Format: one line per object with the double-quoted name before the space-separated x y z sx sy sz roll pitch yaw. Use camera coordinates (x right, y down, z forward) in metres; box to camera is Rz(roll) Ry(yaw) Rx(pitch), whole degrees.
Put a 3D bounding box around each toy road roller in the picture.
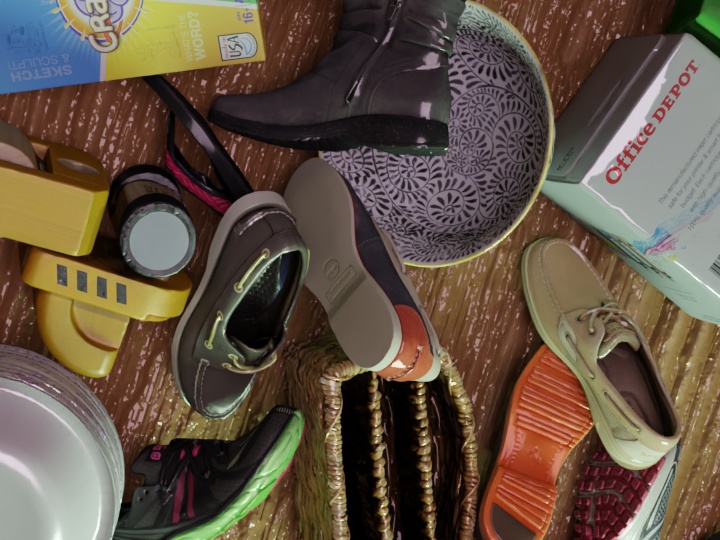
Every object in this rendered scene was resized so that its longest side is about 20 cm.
"toy road roller" -0.219 -0.012 1.357 0.199 0.123 0.147 18 102 -16

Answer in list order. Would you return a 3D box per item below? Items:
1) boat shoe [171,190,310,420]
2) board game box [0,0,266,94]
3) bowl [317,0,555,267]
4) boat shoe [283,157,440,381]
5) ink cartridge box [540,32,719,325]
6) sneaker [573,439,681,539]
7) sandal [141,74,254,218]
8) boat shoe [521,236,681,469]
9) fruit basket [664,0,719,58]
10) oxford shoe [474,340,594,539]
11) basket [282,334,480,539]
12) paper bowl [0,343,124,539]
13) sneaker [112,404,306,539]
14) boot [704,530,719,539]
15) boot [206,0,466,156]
"boat shoe" -0.088 0.039 1.381 0.072 0.060 0.203 -5 131 -32
"board game box" -0.175 -0.210 1.328 0.198 0.040 0.154 -7 128 2
"bowl" 0.075 -0.102 1.420 0.094 0.200 0.202 2 97 -58
"boat shoe" 0.000 0.000 1.370 0.062 0.201 0.071 18 124 -43
"ink cartridge box" 0.256 -0.071 1.463 0.200 0.145 0.146 38 86 -15
"sneaker" 0.214 0.216 1.521 0.074 0.081 0.201 16 97 -34
"sandal" -0.109 -0.062 1.407 0.045 0.075 0.201 -34 105 2
"boat shoe" 0.194 0.055 1.468 0.071 0.065 0.201 -21 74 -26
"fruit basket" 0.349 -0.186 1.447 0.214 0.216 0.157 19 90 -16
"oxford shoe" 0.136 0.135 1.497 0.071 0.073 0.201 29 69 -5
"basket" 0.028 0.152 1.422 0.142 0.149 0.202 -5 96 -14
"paper bowl" -0.272 0.161 1.336 0.199 0.104 0.202 0 109 -1
"sneaker" -0.125 0.158 1.395 0.200 0.077 0.084 -36 91 16
"boot" 0.283 0.303 1.556 0.075 0.074 0.201 34 90 -34
"boot" -0.015 -0.156 1.391 0.198 0.070 0.133 5 88 20
